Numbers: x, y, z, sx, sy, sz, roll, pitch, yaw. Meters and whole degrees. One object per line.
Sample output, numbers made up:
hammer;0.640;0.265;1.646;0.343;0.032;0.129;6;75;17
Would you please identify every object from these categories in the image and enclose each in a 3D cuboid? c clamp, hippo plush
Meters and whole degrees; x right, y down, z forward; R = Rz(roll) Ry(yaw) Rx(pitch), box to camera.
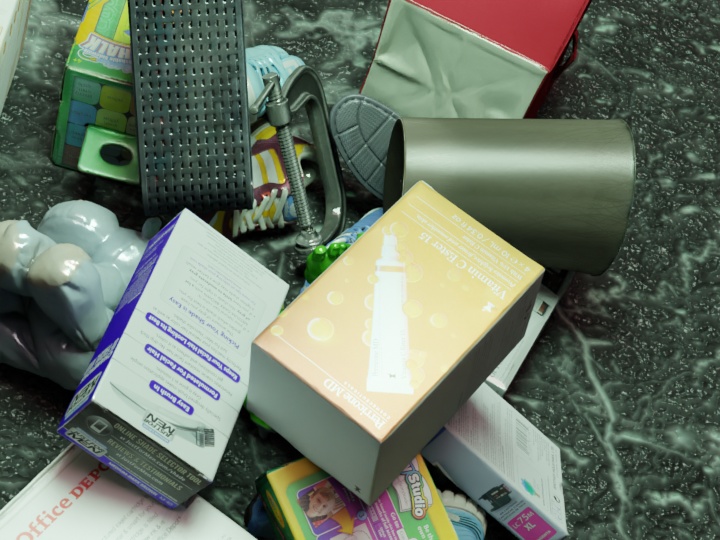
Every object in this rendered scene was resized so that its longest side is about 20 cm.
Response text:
c clamp;-0.054;-0.095;1.478;0.027;0.202;0.171;-5;30;18
hippo plush;-0.219;0.005;1.339;0.199;0.160;0.161;28;46;7

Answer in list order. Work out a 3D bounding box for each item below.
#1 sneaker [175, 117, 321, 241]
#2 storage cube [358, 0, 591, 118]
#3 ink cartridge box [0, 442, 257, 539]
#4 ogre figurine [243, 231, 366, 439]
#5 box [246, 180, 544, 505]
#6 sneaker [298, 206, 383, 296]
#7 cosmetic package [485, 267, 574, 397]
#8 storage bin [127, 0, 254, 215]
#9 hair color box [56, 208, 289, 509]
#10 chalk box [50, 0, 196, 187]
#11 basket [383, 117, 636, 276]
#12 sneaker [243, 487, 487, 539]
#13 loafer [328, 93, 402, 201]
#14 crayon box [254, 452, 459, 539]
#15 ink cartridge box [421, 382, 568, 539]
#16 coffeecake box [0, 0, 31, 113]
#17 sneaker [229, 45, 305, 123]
sneaker;-0.098;-0.067;1.509;0.089;0.075;0.200;25;46;11
storage cube;0.114;-0.228;1.670;0.199;0.172;0.180;27;47;4
ink cartridge box;-0.167;0.230;1.206;0.199;0.085;0.146;36;46;11
ogre figurine;-0.043;0.057;1.362;0.198;0.098;0.121;-22;72;8
box;0.026;0.051;1.223;0.124;0.098;0.200;36;59;17
sneaker;0.000;0.000;1.483;0.075;0.077;0.200;26;43;6
cosmetic package;0.129;0.041;1.513;0.082;0.051;0.200;28;45;8
storage bin;-0.140;-0.152;1.377;0.093;0.202;0.135;-4;6;-2
hair color box;-0.137;0.064;1.239;0.109;0.065;0.201;37;44;-17
chalk box;-0.211;-0.163;1.521;0.123;0.124;0.201;14;46;-7
basket;0.126;-0.072;1.479;0.198;0.180;0.138;4;73;-7
sneaker;0.006;0.212;1.294;0.198;0.079;0.091;11;51;-9
loafer;0.044;-0.093;1.562;0.200;0.072;0.063;41;4;-15
crayon box;0.015;0.224;1.235;0.118;0.058;0.202;-21;80;-18
ink cartridge box;0.089;0.131;1.347;0.200;0.042;0.120;44;23;-18
coffeecake box;-0.349;-0.206;1.487;0.072;0.154;0.201;13;45;-8
sneaker;-0.091;-0.184;1.548;0.081;0.075;0.200;-21;12;1
